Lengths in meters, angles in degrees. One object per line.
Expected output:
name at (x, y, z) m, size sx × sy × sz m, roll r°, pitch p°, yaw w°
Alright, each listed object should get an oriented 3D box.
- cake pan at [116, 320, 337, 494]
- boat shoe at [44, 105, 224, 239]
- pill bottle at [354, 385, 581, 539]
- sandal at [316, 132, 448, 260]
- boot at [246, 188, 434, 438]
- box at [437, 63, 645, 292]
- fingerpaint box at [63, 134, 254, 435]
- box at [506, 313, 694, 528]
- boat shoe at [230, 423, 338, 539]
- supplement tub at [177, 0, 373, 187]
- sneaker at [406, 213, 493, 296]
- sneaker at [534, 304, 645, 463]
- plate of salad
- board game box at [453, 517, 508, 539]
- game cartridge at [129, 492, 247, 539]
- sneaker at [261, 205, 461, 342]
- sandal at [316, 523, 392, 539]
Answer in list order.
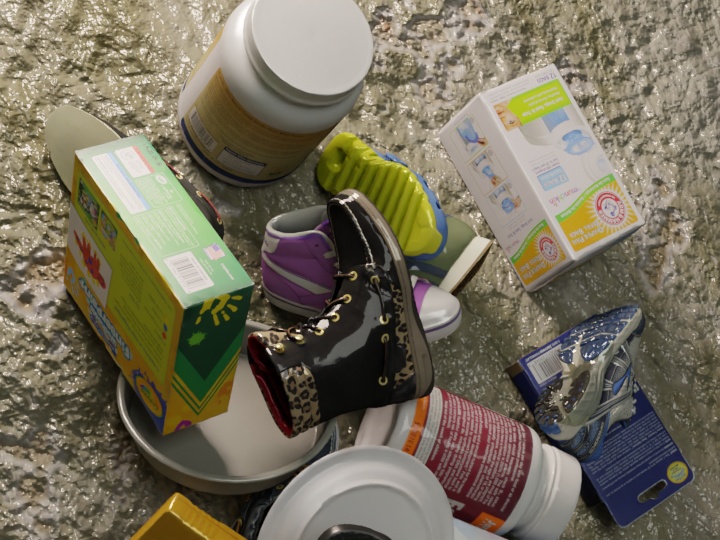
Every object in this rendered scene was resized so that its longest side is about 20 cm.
cake pan at (-0.121, 0.124, 1.457) m, size 0.199 × 0.037 × 0.201 m, roll 6°, pitch 42°, yaw -6°
boat shoe at (-0.215, -0.081, 1.529) m, size 0.201 × 0.074 × 0.063 m, roll 40°, pitch 19°, yaw 6°
pill bottle at (0.102, 0.186, 1.541) m, size 0.199 × 0.114 × 0.115 m, roll 24°, pitch 62°, yaw -15°
sandal at (0.037, -0.071, 1.596) m, size 0.087 × 0.080 × 0.200 m, roll 21°, pitch 19°, yaw -37°
boot at (-0.029, 0.041, 1.433) m, size 0.150 × 0.073 × 0.201 m, roll -20°, pitch 97°, yaw -25°
box at (0.190, -0.096, 1.702) m, size 0.112 × 0.101 × 0.201 m, roll -24°, pitch 82°, yaw -31°
fingerpaint box at (-0.180, 0.011, 1.405) m, size 0.073 × 0.167 × 0.200 m, roll -18°, pitch 53°, yaw -30°
box at (0.250, 0.158, 1.670) m, size 0.121 × 0.032 × 0.201 m, roll -26°, pitch 81°, yaw -31°
boat shoe at (-0.061, 0.201, 1.469) m, size 0.071 × 0.091 × 0.201 m, roll 33°, pitch 60°, yaw -11°
supplement tub at (-0.082, -0.180, 1.547) m, size 0.144 × 0.200 × 0.145 m, roll 9°, pitch 67°, yaw -22°
sneaker at (0.042, 0.015, 1.616) m, size 0.090 × 0.067 × 0.200 m, roll 38°, pitch 63°, yaw 11°
sneaker at (0.242, 0.116, 1.631) m, size 0.085 × 0.077 × 0.200 m, roll 55°, pitch 49°, yaw -20°
plate of salad at (-0.008, 0.248, 1.413) m, size 0.199 × 0.048 × 0.201 m, roll -6°, pitch 104°, yaw -28°
board game box at (0.090, 0.339, 1.489) m, size 0.198 × 0.043 × 0.201 m, roll 25°, pitch 77°, yaw -16°
game cartridge at (-0.118, 0.290, 1.359) m, size 0.200 × 0.176 × 0.032 m, roll 38°, pitch 39°, yaw -8°
sneaker at (0.000, 0.000, 1.517) m, size 0.199 × 0.115 × 0.073 m, roll 12°, pitch 43°, yaw 10°
sandal at (0.018, 0.262, 1.377) m, size 0.200 × 0.075 × 0.048 m, roll 40°, pitch 11°, yaw -42°
